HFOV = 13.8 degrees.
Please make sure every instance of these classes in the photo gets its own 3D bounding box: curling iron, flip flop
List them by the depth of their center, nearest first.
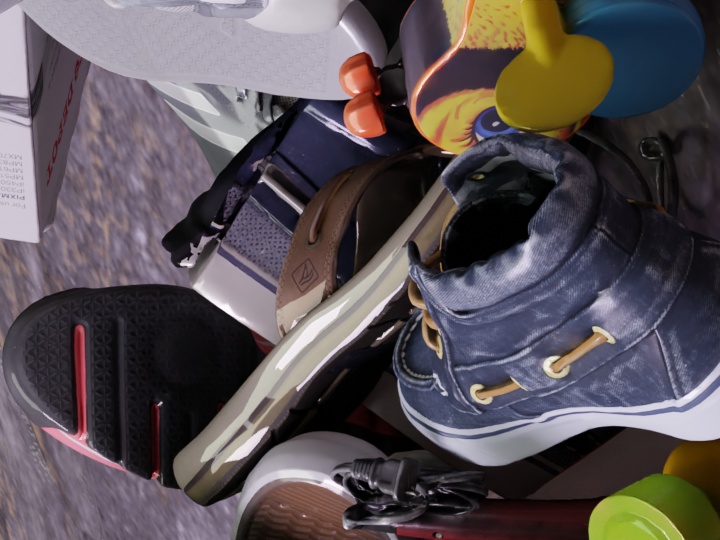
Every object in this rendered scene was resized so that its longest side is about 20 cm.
[{"bbox_3d":[0.087,0.083,0.937,0.050,0.199,0.026,74,-156,-81],"label":"curling iron"},{"bbox_3d":[0.000,0.000,1.003,0.200,0.081,0.058,-46,71,23],"label":"flip flop"}]

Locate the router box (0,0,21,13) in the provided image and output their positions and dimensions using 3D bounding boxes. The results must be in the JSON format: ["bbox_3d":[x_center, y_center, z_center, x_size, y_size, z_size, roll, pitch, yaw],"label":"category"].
[{"bbox_3d":[-0.058,-0.161,0.813,0.149,0.199,0.051,38,154,48],"label":"router box"}]

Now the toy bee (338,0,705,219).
[{"bbox_3d":[0.047,-0.070,0.880,0.131,0.108,0.201,-102,7,-65],"label":"toy bee"}]

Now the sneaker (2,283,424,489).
[{"bbox_3d":[-0.055,0.050,1.140,0.087,0.199,0.074,-5,79,57],"label":"sneaker"}]

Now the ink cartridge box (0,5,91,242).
[{"bbox_3d":[-0.158,-0.131,1.195,0.201,0.082,0.147,94,-177,-51],"label":"ink cartridge box"}]

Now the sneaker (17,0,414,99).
[{"bbox_3d":[-0.046,-0.120,1.032,0.199,0.099,0.071,15,144,38],"label":"sneaker"}]

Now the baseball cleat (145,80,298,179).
[{"bbox_3d":[-0.038,-0.078,1.142,0.106,0.070,0.201,-14,110,55],"label":"baseball cleat"}]

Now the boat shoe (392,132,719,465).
[{"bbox_3d":[0.043,0.004,0.877,0.091,0.071,0.200,34,161,-20],"label":"boat shoe"}]

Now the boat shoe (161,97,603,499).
[{"bbox_3d":[0.034,0.011,1.072,0.199,0.093,0.075,33,-173,-9],"label":"boat shoe"}]

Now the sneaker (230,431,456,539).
[{"bbox_3d":[0.004,0.088,1.063,0.072,0.085,0.200,12,155,14],"label":"sneaker"}]

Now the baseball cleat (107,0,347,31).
[{"bbox_3d":[-0.040,-0.141,0.880,0.200,0.106,0.070,-87,1,-56],"label":"baseball cleat"}]

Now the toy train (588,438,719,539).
[{"bbox_3d":[0.109,0.060,0.879,0.199,0.116,0.085,0,117,49],"label":"toy train"}]

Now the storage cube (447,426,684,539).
[{"bbox_3d":[0.100,0.182,1.003,0.200,0.170,0.180,47,151,30],"label":"storage cube"}]
